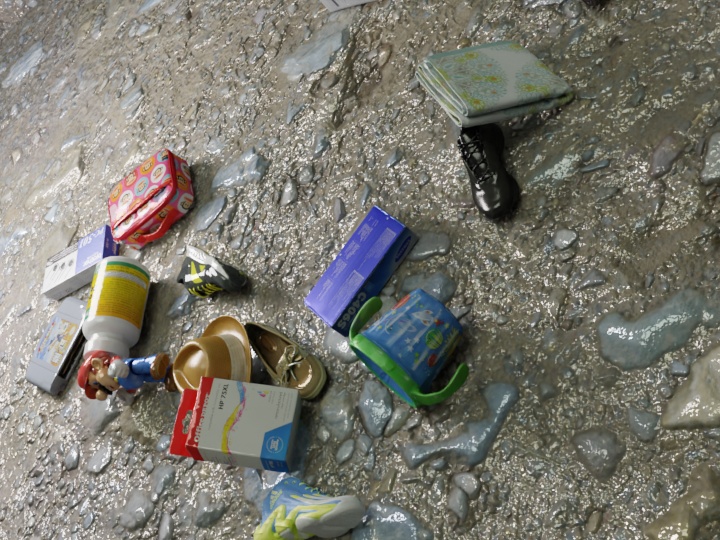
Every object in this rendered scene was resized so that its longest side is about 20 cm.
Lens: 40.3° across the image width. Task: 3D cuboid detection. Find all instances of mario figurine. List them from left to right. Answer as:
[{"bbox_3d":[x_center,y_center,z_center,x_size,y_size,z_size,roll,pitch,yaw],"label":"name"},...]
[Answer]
[{"bbox_3d":[-0.430,0.206,1.782,0.197,0.125,0.106,-6,22,23],"label":"mario figurine"}]

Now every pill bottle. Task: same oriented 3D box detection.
[{"bbox_3d":[-0.479,0.084,1.914,0.112,0.112,0.203,-18,53,32],"label":"pill bottle"}]

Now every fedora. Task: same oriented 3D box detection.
[{"bbox_3d":[-0.257,0.166,1.643,0.199,0.081,0.204,-13,73,51],"label":"fedora"}]

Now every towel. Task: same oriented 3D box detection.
[{"bbox_3d":[0.205,-0.292,1.530,0.197,0.049,0.172,-15,44,-17],"label":"towel"}]

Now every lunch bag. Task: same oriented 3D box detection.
[{"bbox_3d":[-0.438,-0.138,2.055,0.199,0.082,0.178,-36,49,21],"label":"lunch bag"}]

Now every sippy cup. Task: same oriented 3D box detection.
[{"bbox_3d":[0.074,0.103,1.404,0.130,0.178,0.140,-46,-3,-9],"label":"sippy cup"}]

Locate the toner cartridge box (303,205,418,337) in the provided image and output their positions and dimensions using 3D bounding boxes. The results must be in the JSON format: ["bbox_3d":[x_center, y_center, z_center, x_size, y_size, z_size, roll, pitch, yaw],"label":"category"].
[{"bbox_3d":[0.000,0.000,1.592,0.201,0.043,0.095,-53,43,1],"label":"toner cartridge box"}]

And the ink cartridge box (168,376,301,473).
[{"bbox_3d":[-0.198,0.237,1.524,0.197,0.068,0.118,6,63,6],"label":"ink cartridge box"}]

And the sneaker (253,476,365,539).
[{"bbox_3d":[-0.079,0.336,1.418,0.198,0.076,0.106,-26,48,28],"label":"sneaker"}]

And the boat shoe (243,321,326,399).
[{"bbox_3d":[-0.128,0.145,1.597,0.199,0.063,0.074,30,85,48],"label":"boat shoe"}]

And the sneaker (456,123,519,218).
[{"bbox_3d":[0.184,-0.166,1.503,0.075,0.091,0.202,-28,49,22],"label":"sneaker"}]

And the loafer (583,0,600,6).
[{"bbox_3d":[0.357,-0.506,1.583,0.071,0.073,0.202,-33,46,22],"label":"loafer"}]

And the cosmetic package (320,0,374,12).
[{"bbox_3d":[0.007,-0.649,1.958,0.198,0.123,0.202,-1,63,40],"label":"cosmetic package"}]

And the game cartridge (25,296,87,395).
[{"bbox_3d":[-0.627,0.155,2.059,0.132,0.041,0.202,13,73,41],"label":"game cartridge"}]

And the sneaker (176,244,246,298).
[{"bbox_3d":[-0.277,0.018,1.818,0.199,0.074,0.085,24,86,56],"label":"sneaker"}]

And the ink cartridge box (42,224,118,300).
[{"bbox_3d":[-0.614,-0.016,2.152,0.198,0.044,0.095,-25,51,28],"label":"ink cartridge box"}]
